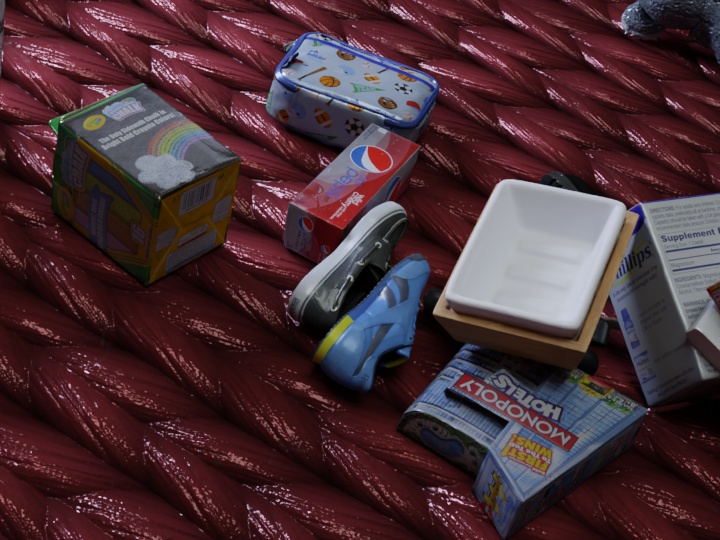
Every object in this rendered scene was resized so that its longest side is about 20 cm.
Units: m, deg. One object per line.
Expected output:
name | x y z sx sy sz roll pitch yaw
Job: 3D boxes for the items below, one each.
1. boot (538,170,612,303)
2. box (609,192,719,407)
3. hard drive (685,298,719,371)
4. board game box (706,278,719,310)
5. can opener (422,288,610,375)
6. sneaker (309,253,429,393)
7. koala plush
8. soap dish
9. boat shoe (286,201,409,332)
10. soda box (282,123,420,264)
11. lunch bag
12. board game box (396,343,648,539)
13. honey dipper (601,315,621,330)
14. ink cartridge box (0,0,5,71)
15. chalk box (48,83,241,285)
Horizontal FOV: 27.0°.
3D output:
boot | 0.317 -0.048 1.736 0.158 0.079 0.211 -23 64 -29
box | 0.375 0.027 1.601 0.184 0.105 0.200 -7 72 -26
hard drive | 0.433 0.043 1.542 0.132 0.026 0.200 45 59 -2
board game box | 0.461 0.061 1.505 0.151 0.046 0.200 -30 84 -30
can opener | 0.159 0.064 1.580 0.200 0.063 0.079 16 66 14
sneaker | 0.029 0.057 1.540 0.078 0.066 0.200 36 44 8
koala plush | 0.479 -0.381 2.110 0.200 0.178 0.184 15 50 -8
soap dish | 0.181 0.004 1.524 0.157 0.081 0.200 13 49 19
boat shoe | 0.000 0.000 1.590 0.057 0.069 0.200 30 49 19
soda box | -0.008 -0.085 1.684 0.070 0.064 0.200 27 42 14
lunch bag | -0.011 -0.217 1.828 0.200 0.076 0.160 24 38 7
board game box | 0.148 0.158 1.461 0.200 0.062 0.200 30 41 15
honey dipper | 0.263 0.057 1.640 0.200 0.038 0.038 13 40 -10
ink cartridge box | -0.448 -0.233 1.597 0.083 0.200 0.147 20 40 5
chalk box | -0.243 -0.103 1.581 0.200 0.124 0.124 37 45 24
